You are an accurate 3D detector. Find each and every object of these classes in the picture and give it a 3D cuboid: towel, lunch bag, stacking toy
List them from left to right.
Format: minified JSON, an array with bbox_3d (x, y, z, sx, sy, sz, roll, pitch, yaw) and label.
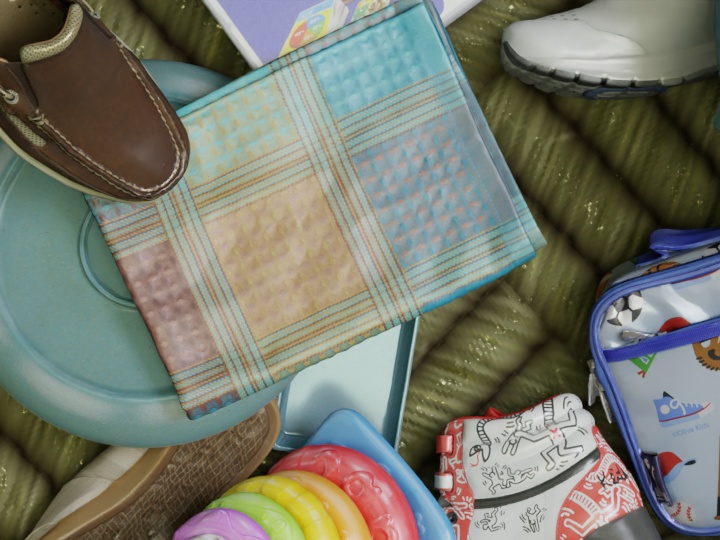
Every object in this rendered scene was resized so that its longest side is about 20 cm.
[{"bbox_3d":[-0.054,0.146,1.141,0.110,0.200,0.116,50,117,23],"label":"stacking toy"},{"bbox_3d":[-0.025,-0.032,1.153,0.200,0.022,0.147,-26,87,-2],"label":"towel"},{"bbox_3d":[0.218,0.045,1.218,0.199,0.076,0.161,-17,103,15],"label":"lunch bag"}]

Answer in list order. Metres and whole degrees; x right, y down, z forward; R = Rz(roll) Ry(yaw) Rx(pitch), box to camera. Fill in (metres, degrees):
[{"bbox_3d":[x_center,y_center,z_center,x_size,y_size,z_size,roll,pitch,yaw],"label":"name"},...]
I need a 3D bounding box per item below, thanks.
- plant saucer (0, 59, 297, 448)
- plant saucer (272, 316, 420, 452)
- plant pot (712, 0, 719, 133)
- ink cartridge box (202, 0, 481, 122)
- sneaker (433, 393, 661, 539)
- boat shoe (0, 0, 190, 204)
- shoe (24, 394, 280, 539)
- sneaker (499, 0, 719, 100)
[{"bbox_3d":[-0.109,-0.012,1.180,0.199,0.027,0.201,0,82,-1],"label":"plant saucer"},{"bbox_3d":[0.000,0.000,1.232,0.070,0.019,0.201,8,98,-9],"label":"plant saucer"},{"bbox_3d":[0.250,-0.100,1.112,0.200,0.200,0.134,25,99,-11],"label":"plant pot"},{"bbox_3d":[-0.011,-0.207,1.184,0.197,0.047,0.200,-36,92,-1],"label":"ink cartridge box"},{"bbox_3d":[0.051,0.144,1.242,0.201,0.067,0.108,-30,75,15],"label":"sneaker"},{"bbox_3d":[-0.151,-0.101,1.075,0.202,0.075,0.075,42,78,-24],"label":"boat shoe"},{"bbox_3d":[-0.119,0.128,1.220,0.200,0.053,0.070,-44,112,3],"label":"shoe"},{"bbox_3d":[0.165,-0.136,1.215,0.199,0.074,0.087,-9,92,-15],"label":"sneaker"}]
